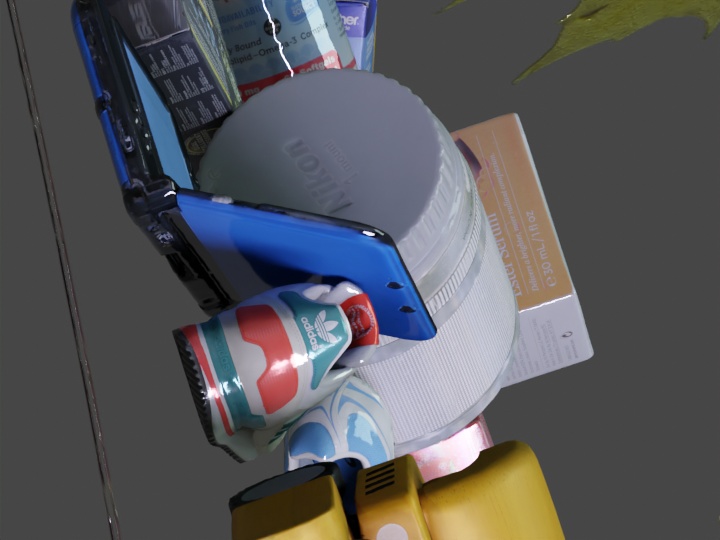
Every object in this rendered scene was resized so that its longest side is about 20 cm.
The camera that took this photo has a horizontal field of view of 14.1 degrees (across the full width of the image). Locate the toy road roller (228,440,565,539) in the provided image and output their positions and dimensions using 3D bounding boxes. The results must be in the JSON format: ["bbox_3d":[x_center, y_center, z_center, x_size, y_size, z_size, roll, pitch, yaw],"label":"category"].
[{"bbox_3d":[0.023,0.143,1.311,0.200,0.145,0.124,-85,155,-83],"label":"toy road roller"}]

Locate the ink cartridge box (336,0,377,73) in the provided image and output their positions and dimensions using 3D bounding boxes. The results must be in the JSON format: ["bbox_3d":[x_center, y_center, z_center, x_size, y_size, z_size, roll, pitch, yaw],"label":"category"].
[{"bbox_3d":[-0.029,-0.151,2.163,0.137,0.076,0.202,-80,172,-71],"label":"ink cartridge box"}]

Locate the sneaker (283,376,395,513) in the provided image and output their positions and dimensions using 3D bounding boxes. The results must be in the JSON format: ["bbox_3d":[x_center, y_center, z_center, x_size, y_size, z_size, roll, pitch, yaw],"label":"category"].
[{"bbox_3d":[-0.008,0.149,1.628,0.073,0.071,0.201,-51,141,-40],"label":"sneaker"}]

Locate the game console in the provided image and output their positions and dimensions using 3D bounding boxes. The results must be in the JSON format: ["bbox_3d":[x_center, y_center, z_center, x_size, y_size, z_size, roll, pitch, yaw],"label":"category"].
[{"bbox_3d":[-0.051,-0.048,1.451,0.200,0.118,0.172,63,8,-72],"label":"game console"}]

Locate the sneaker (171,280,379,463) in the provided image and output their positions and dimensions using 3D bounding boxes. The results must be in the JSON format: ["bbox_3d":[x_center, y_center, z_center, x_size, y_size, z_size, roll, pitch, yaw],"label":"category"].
[{"bbox_3d":[-0.032,0.046,1.432,0.200,0.093,0.071,45,26,-83],"label":"sneaker"}]

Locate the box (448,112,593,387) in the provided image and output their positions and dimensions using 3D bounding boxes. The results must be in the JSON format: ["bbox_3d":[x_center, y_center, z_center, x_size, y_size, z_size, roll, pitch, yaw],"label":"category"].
[{"bbox_3d":[0.041,0.006,2.005,0.106,0.199,0.153,68,4,-62],"label":"box"}]

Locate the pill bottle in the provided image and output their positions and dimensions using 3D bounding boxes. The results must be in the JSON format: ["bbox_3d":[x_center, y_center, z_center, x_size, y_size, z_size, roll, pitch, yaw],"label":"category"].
[{"bbox_3d":[-0.080,-0.205,2.005,0.109,0.108,0.201,-99,169,-75],"label":"pill bottle"}]

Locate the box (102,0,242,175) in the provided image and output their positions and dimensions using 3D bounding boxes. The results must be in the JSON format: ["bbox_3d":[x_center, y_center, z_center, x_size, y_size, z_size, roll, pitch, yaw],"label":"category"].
[{"bbox_3d":[-0.115,-0.156,1.646,0.200,0.049,0.162,64,6,-68],"label":"box"}]

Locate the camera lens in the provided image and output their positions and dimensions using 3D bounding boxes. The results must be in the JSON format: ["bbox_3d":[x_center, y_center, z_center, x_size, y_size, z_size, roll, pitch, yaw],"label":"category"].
[{"bbox_3d":[0.000,0.000,1.665,0.200,0.159,0.161,67,5,-54],"label":"camera lens"}]

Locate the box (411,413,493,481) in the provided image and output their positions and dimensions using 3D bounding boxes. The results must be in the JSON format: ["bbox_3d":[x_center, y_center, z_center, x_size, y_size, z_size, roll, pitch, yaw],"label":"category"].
[{"bbox_3d":[0.093,0.229,2.552,0.103,0.094,0.201,-80,151,-82],"label":"box"}]
